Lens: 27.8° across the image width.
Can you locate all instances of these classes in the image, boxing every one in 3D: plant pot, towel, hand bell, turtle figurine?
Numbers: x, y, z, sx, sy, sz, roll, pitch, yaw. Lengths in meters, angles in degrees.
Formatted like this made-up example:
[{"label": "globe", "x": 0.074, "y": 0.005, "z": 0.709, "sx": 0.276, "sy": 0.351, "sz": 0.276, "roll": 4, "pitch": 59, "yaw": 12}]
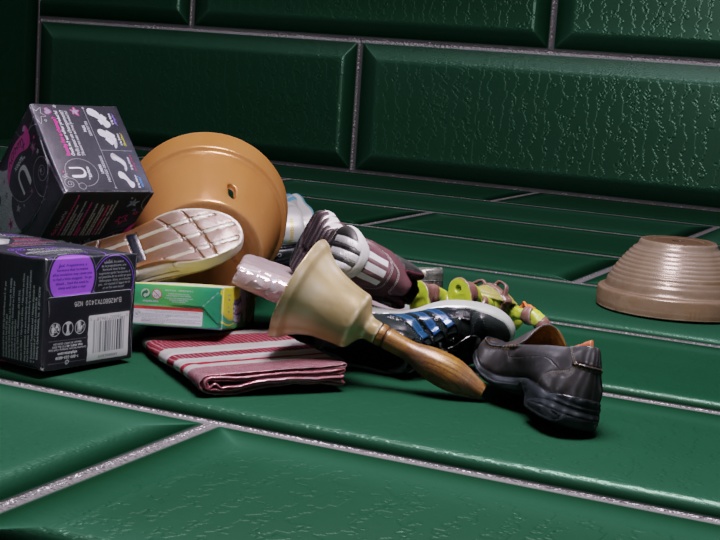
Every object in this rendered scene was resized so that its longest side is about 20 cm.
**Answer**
[{"label": "plant pot", "x": -0.184, "y": -0.048, "z": 1.727, "sx": 0.200, "sy": 0.200, "sz": 0.140, "roll": 3, "pitch": 25, "yaw": -5}, {"label": "plant pot", "x": 0.412, "y": 0.006, "z": 1.911, "sx": 0.200, "sy": 0.093, "sz": 0.201, "roll": 3, "pitch": 8, "yaw": 0}, {"label": "towel", "x": -0.116, "y": 0.085, "z": 1.391, "sx": 0.144, "sy": 0.023, "sz": 0.200, "roll": -2, "pitch": 9, "yaw": -24}, {"label": "hand bell", "x": 0.025, "y": 0.065, "z": 1.346, "sx": 0.200, "sy": 0.104, "sz": 0.104, "roll": 30, "pitch": 13, "yaw": 8}, {"label": "turtle figurine", "x": 0.137, "y": 0.041, "z": 1.539, "sx": 0.200, "sy": 0.065, "sz": 0.161, "roll": 15, "pitch": -1, "yaw": 40}, {"label": "towel", "x": -0.039, "y": 0.031, "z": 1.557, "sx": 0.200, "sy": 0.032, "sz": 0.191, "roll": 19, "pitch": 3, "yaw": -5}]

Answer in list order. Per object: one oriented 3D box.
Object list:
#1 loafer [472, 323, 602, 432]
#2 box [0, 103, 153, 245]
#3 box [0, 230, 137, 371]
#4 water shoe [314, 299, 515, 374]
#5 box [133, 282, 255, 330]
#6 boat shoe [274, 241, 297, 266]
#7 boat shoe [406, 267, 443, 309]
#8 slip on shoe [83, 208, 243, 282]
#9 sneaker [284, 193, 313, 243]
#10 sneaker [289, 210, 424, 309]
[{"label": "loafer", "x": 0.164, "y": 0.084, "z": 1.311, "sx": 0.073, "sy": 0.072, "sz": 0.200, "roll": 15, "pitch": 5, "yaw": -25}, {"label": "box", "x": -0.342, "y": -0.076, "z": 1.644, "sx": 0.115, "sy": 0.200, "sz": 0.132, "roll": -3, "pitch": 55, "yaw": -40}, {"label": "box", "x": -0.327, "y": 0.025, "z": 1.399, "sx": 0.200, "sy": 0.106, "sz": 0.122, "roll": 9, "pitch": 8, "yaw": 36}, {"label": "water shoe", "x": 0.055, "y": 0.077, "z": 1.429, "sx": 0.199, "sy": 0.072, "sz": 0.079, "roll": 0, "pitch": 31, "yaw": -2}, {"label": "box", "x": -0.179, "y": 0.036, "z": 1.524, "sx": 0.117, "sy": 0.048, "sz": 0.200, "roll": 3, "pitch": 1, "yaw": 7}, {"label": "boat shoe", "x": -0.126, "y": -0.026, "z": 1.958, "sx": 0.199, "sy": 0.066, "sz": 0.075, "roll": 3, "pitch": 9, "yaw": -4}, {"label": "boat shoe", "x": 0.010, "y": 0.009, "z": 1.799, "sx": 0.200, "sy": 0.064, "sz": 0.071, "roll": 7, "pitch": 9, "yaw": 22}, {"label": "slip on shoe", "x": -0.228, "y": -0.012, "z": 1.628, "sx": 0.200, "sy": 0.076, "sz": 0.061, "roll": -18, "pitch": -27, "yaw": -9}, {"label": "sneaker", "x": -0.129, "y": -0.080, "z": 2.291, "sx": 0.081, "sy": 0.077, "sz": 0.200, "roll": 0, "pitch": 8, "yaw": -14}, {"label": "sneaker", "x": 0.000, "y": 0.000, "z": 1.508, "sx": 0.115, "sy": 0.076, "sz": 0.200, "roll": 29, "pitch": 2, "yaw": -18}]
